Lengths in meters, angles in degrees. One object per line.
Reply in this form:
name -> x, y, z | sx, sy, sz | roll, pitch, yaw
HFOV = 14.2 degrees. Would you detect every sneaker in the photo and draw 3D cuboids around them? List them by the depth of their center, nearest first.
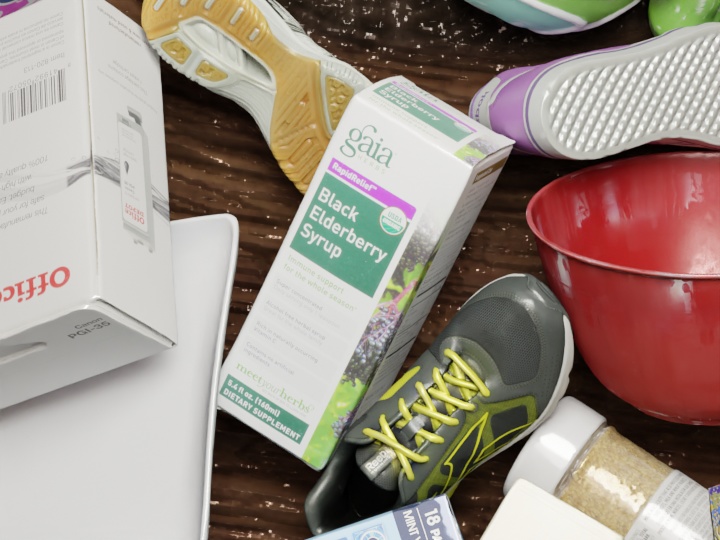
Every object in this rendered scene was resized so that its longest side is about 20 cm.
sneaker -> 0.042, 0.086, 1.566 | 0.074, 0.085, 0.200 | 43, 121, 13
sneaker -> 0.155, -0.101, 1.653 | 0.199, 0.114, 0.073 | -4, 92, -28
sneaker -> -0.036, -0.110, 1.674 | 0.076, 0.088, 0.200 | -43, 99, 15

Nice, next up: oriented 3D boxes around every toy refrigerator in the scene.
toy refrigerator -> 0.097, 0.173, 1.525 | 0.070, 0.200, 0.076 | 30, 80, 11

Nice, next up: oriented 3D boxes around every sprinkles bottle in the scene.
sprinkles bottle -> 0.176, 0.151, 1.591 | 0.200, 0.068, 0.068 | 34, 82, 12

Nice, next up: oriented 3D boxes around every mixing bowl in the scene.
mixing bowl -> 0.190, 0.016, 1.579 | 0.199, 0.200, 0.109 | 0, 111, 5

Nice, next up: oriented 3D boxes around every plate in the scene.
plate -> -0.153, 0.075, 1.623 | 0.199, 0.032, 0.201 | -6, 67, 30

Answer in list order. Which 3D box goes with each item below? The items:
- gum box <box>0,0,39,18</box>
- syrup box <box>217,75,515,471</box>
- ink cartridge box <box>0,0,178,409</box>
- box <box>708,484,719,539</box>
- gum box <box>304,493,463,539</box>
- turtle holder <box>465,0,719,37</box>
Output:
gum box -> -0.220, -0.192, 1.689 | 0.200, 0.114, 0.066 | -38, 76, -4
syrup box -> 0.000, 0.000, 1.595 | 0.079, 0.081, 0.201 | 31, 111, 12
ink cartridge box -> -0.186, -0.036, 1.619 | 0.146, 0.083, 0.201 | -19, 60, 26
box -> 0.317, 0.152, 1.473 | 0.199, 0.192, 0.123 | 3, 73, -31
gum box -> -0.037, 0.182, 1.551 | 0.199, 0.170, 0.045 | -19, 76, 0
turtle holder -> 0.121, -0.201, 1.649 | 0.185, 0.132, 0.142 | 2, 66, -24
